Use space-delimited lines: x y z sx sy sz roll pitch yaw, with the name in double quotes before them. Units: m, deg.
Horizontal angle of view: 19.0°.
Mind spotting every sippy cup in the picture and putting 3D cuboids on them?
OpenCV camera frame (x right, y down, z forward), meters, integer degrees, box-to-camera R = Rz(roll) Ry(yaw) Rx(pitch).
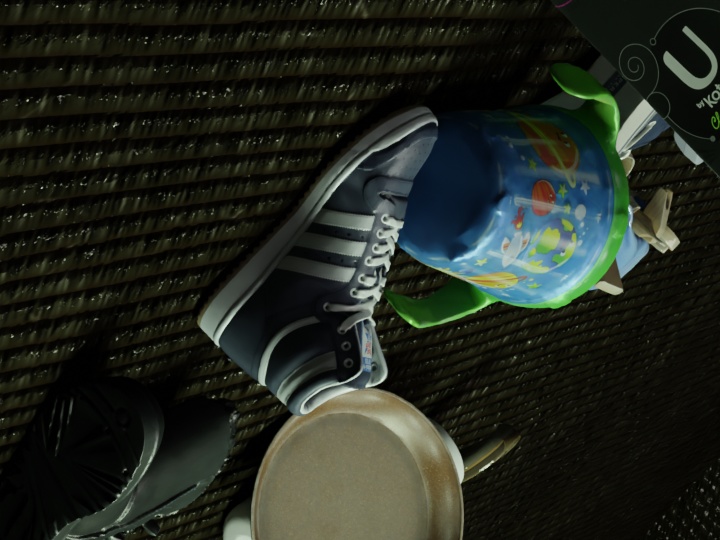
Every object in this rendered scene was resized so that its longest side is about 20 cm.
"sippy cup" 0.085 -0.047 1.388 0.130 0.139 0.180 6 91 -54

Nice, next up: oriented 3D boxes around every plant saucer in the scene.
"plant saucer" -0.007 0.192 1.676 0.199 0.202 0.032 -30 -167 -33

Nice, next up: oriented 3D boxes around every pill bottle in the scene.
"pill bottle" -0.008 0.197 1.761 0.199 0.111 0.111 -31 159 -32

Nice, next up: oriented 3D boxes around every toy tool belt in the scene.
"toy tool belt" 0.179 -0.028 1.620 0.125 0.123 0.200 -48 162 18

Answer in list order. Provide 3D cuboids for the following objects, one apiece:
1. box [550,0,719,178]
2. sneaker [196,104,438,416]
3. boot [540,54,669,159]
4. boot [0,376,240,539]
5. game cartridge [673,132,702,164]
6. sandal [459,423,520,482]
"box" 0.232 -0.168 1.280 0.124 0.200 0.149 -19 152 -48
"sneaker" 0.000 0.000 1.324 0.200 0.109 0.070 -46 162 12
"boot" 0.167 -0.094 1.518 0.200 0.073 0.090 -41 154 -6
"boot" -0.139 0.116 1.356 0.162 0.074 0.198 -18 157 -48
"game cartridge" 0.327 -0.174 1.747 0.133 0.040 0.201 -36 161 -32
"sandal" 0.050 0.181 1.927 0.199 0.055 0.082 -32 -179 21
